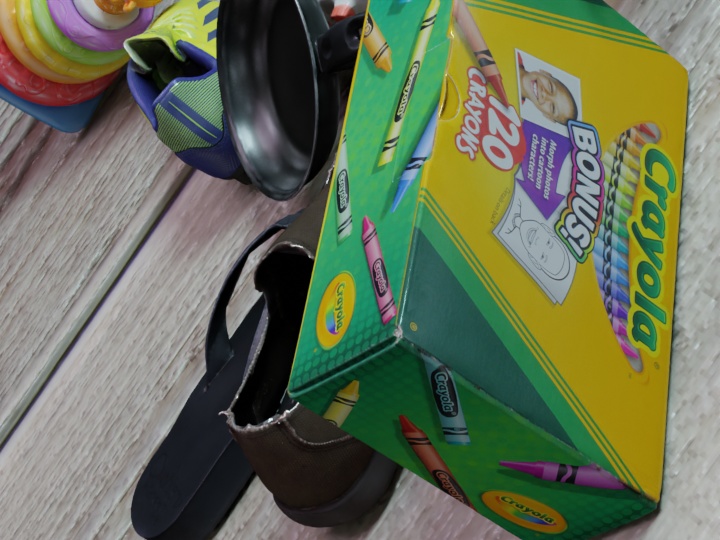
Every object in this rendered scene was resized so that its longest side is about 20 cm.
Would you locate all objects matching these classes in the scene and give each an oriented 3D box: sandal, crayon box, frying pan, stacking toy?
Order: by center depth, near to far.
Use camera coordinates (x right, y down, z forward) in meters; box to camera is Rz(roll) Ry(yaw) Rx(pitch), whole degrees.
[{"bbox_3d":[0.051,-0.018,0.687,0.058,0.119,0.201,-30,38,41],"label":"crayon box"},{"bbox_3d":[-0.045,0.032,0.872,0.201,0.043,0.076,-59,27,-5],"label":"sandal"},{"bbox_3d":[-0.027,-0.107,0.883,0.190,0.031,0.115,-53,52,57],"label":"frying pan"},{"bbox_3d":[-0.163,-0.162,1.187,0.200,0.110,0.116,-5,56,62],"label":"stacking toy"}]

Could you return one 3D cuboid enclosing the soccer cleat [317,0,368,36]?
[{"bbox_3d":[0.008,-0.133,0.943,0.078,0.069,0.200,-60,24,-13],"label":"soccer cleat"}]

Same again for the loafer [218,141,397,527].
[{"bbox_3d":[0.000,0.000,0.789,0.073,0.071,0.201,-5,58,36],"label":"loafer"}]

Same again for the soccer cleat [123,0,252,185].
[{"bbox_3d":[-0.094,-0.114,1.065,0.065,0.084,0.200,-50,27,12],"label":"soccer cleat"}]
